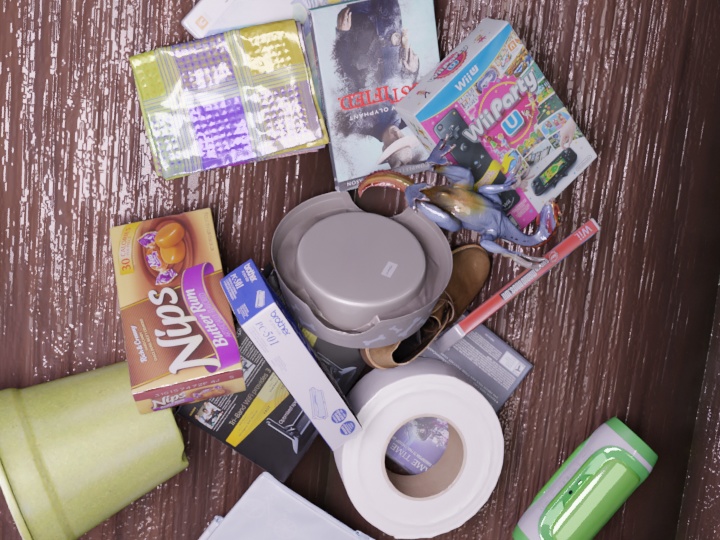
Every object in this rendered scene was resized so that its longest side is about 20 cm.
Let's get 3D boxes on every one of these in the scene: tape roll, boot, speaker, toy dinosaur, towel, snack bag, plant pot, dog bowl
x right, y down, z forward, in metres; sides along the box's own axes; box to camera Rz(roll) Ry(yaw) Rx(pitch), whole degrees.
[{"bbox_3d":[0.068,0.211,1.163,0.198,0.071,0.207,-3,102,-11],"label":"tape roll"},{"bbox_3d":[0.091,0.044,1.121,0.200,0.075,0.074,-42,107,-22],"label":"boot"},{"bbox_3d":[0.282,0.284,1.233,0.088,0.088,0.201,41,92,-16],"label":"speaker"},{"bbox_3d":[0.131,-0.076,1.070,0.180,0.198,0.107,28,85,-43],"label":"toy dinosaur"},{"bbox_3d":[-0.141,-0.184,1.061,0.195,0.023,0.147,-11,109,-1],"label":"towel"},{"bbox_3d":[-0.103,0.348,1.179,0.187,0.021,0.201,34,108,-14],"label":"snack bag"},{"bbox_3d":[-0.291,0.188,1.055,0.181,0.200,0.204,-22,106,-18],"label":"plant pot"},{"bbox_3d":[0.000,0.000,1.067,0.195,0.202,0.059,-4,137,-10],"label":"dog bowl"}]

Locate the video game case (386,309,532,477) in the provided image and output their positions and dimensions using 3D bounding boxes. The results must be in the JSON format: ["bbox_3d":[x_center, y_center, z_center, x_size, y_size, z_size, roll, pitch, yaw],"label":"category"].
[{"bbox_3d":[0.100,0.154,1.202,0.142,0.019,0.201,37,94,-16],"label":"video game case"}]

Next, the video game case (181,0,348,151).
[{"bbox_3d":[-0.065,-0.267,1.077,0.200,0.022,0.183,43,91,-17],"label":"video game case"}]

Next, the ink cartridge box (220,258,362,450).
[{"bbox_3d":[-0.071,0.091,1.028,0.044,0.094,0.201,-33,125,-2],"label":"ink cartridge box"}]

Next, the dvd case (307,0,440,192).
[{"bbox_3d":[0.024,-0.201,1.090,0.143,0.022,0.204,-14,113,-15],"label":"dvd case"}]

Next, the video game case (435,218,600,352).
[{"bbox_3d":[0.175,0.021,1.115,0.199,0.143,0.018,-37,83,-10],"label":"video game case"}]

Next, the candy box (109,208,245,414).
[{"bbox_3d":[-0.195,0.040,1.036,0.114,0.203,0.057,-11,149,-8],"label":"candy box"}]

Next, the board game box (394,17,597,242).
[{"bbox_3d":[0.155,-0.156,1.107,0.147,0.064,0.200,-43,116,-2],"label":"board game box"}]

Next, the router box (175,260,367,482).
[{"bbox_3d":[-0.097,0.118,1.136,0.156,0.052,0.202,35,93,-16],"label":"router box"}]
